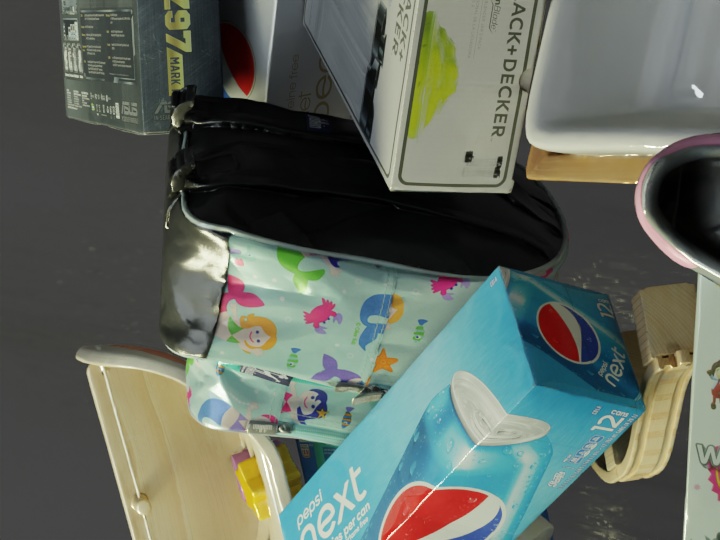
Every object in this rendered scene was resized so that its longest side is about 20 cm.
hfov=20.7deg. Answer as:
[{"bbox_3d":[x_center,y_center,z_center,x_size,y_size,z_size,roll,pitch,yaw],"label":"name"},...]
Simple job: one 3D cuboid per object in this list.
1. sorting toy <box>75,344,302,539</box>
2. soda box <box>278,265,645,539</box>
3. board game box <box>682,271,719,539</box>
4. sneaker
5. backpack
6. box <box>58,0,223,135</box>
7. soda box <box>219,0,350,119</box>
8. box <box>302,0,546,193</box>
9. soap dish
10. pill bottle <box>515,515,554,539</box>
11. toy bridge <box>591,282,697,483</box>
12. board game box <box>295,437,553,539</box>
[{"bbox_3d":[-0.075,0.131,1.131,0.180,0.106,0.201,-179,73,-71],"label":"sorting toy"},{"bbox_3d":[0.041,0.090,0.901,0.200,0.064,0.068,-51,38,37],"label":"soda box"},{"bbox_3d":[0.181,0.070,0.849,0.064,0.148,0.202,4,110,17],"label":"board game box"},{"bbox_3d":[0.185,0.002,0.683,0.199,0.082,0.071,18,99,31],"label":"sneaker"},{"bbox_3d":[0.000,0.000,0.979,0.178,0.198,0.152,-101,15,-63],"label":"backpack"},{"bbox_3d":[-0.128,-0.161,1.104,0.200,0.051,0.159,-163,69,-68],"label":"box"},{"bbox_3d":[-0.049,-0.091,1.096,0.064,0.068,0.201,31,124,39],"label":"soda box"},{"bbox_3d":[0.026,-0.132,0.940,0.200,0.060,0.117,-115,29,-57],"label":"box"},{"bbox_3d":[0.171,-0.105,0.817,0.199,0.081,0.159,5,78,46],"label":"soap dish"},{"bbox_3d":[0.121,0.207,0.973,0.200,0.109,0.110,39,130,16],"label":"pill bottle"},{"bbox_3d":[0.124,0.063,0.917,0.200,0.027,0.068,112,150,-74],"label":"toy bridge"},{"bbox_3d":[0.042,0.162,1.109,0.151,0.045,0.202,-4,100,46],"label":"board game box"}]
